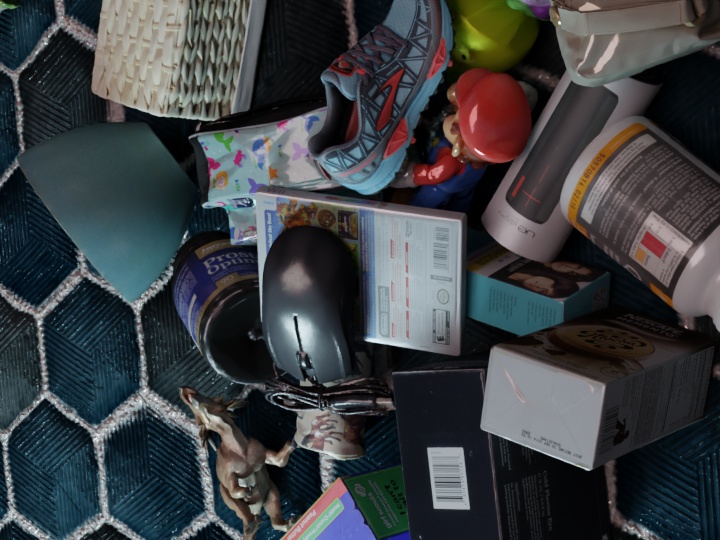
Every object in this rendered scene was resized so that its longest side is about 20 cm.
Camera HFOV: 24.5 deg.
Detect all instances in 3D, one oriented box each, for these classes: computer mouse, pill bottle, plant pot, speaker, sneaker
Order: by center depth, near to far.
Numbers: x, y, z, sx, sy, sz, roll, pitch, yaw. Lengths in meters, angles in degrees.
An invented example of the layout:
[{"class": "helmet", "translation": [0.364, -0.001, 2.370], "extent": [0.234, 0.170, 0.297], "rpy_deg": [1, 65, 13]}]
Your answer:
[{"class": "pill bottle", "translation": [0.276, -0.033, 1.410], "extent": [0.200, 0.116, 0.116], "rpy_deg": [43, 119, 27]}, {"class": "sneaker", "translation": [0.015, -0.170, 1.469], "extent": [0.079, 0.095, 0.200], "rpy_deg": [21, 91, 51]}, {"class": "speaker", "translation": [0.188, -0.107, 1.494], "extent": [0.081, 0.081, 0.200], "rpy_deg": [43, 120, 26]}, {"class": "computer mouse", "translation": [-0.044, 0.056, 1.542], "extent": [0.138, 0.053, 0.200], "rpy_deg": [3, 118, 21]}, {"class": "pill bottle", "translation": [-0.131, 0.030, 1.699], "extent": [0.200, 0.112, 0.112], "rpy_deg": [-132, 53, -62]}, {"class": "plant pot", "translation": [-0.258, -0.084, 1.799], "extent": [0.135, 0.200, 0.200], "rpy_deg": [-38, 68, -2]}]

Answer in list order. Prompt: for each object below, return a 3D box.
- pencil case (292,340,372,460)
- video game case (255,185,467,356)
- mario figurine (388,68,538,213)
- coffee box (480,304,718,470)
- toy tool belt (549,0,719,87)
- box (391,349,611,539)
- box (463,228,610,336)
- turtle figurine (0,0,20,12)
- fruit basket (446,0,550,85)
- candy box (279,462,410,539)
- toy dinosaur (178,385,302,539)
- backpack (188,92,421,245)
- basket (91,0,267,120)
[{"class": "pencil case", "translation": [-0.027, 0.088, 1.686], "extent": [0.089, 0.078, 0.200], "rpy_deg": [-158, 70, -63]}, {"class": "video game case", "translation": [0.000, 0.000, 1.537], "extent": [0.200, 0.018, 0.143], "rpy_deg": [8, 120, 17]}, {"class": "mario figurine", "translation": [0.089, -0.123, 1.525], "extent": [0.106, 0.124, 0.200], "rpy_deg": [27, 145, -4]}, {"class": "coffee box", "translation": [0.208, 0.096, 1.424], "extent": [0.113, 0.200, 0.080], "rpy_deg": [18, 109, 35]}, {"class": "toy tool belt", "translation": [0.247, -0.236, 1.362], "extent": [0.200, 0.125, 0.123], "rpy_deg": [-19, 90, 0]}, {"class": "box", "translation": [0.131, 0.176, 1.506], "extent": [0.104, 0.182, 0.200], "rpy_deg": [-5, 91, 39]}, {"class": "box", "translation": [0.127, 0.010, 1.548], "extent": [0.200, 0.082, 0.049], "rpy_deg": [19, 122, 35]}, {"class": "turtle figurine", "translation": [-0.492, -0.250, 1.979], "extent": [0.144, 0.200, 0.194], "rpy_deg": [32, 114, -6]}, {"class": "fruit basket", "translation": [0.121, -0.260, 1.499], "extent": [0.215, 0.155, 0.216], "rpy_deg": [-6, 78, 27]}, {"class": "candy box", "translation": [0.013, 0.258, 1.596], "extent": [0.169, 0.200, 0.077], "rpy_deg": [-48, 67, 31]}, {"class": "toy dinosaur", "translation": [-0.130, 0.214, 1.787], "extent": [0.136, 0.086, 0.200], "rpy_deg": [28, 128, 44]}, {"class": "backpack", "translation": [-0.045, -0.104, 1.617], "extent": [0.200, 0.177, 0.151], "rpy_deg": [-17, 88, 31]}, {"class": "basket", "translation": [-0.191, -0.260, 1.747], "extent": [0.135, 0.123, 0.200], "rpy_deg": [20, 108, 36]}]
